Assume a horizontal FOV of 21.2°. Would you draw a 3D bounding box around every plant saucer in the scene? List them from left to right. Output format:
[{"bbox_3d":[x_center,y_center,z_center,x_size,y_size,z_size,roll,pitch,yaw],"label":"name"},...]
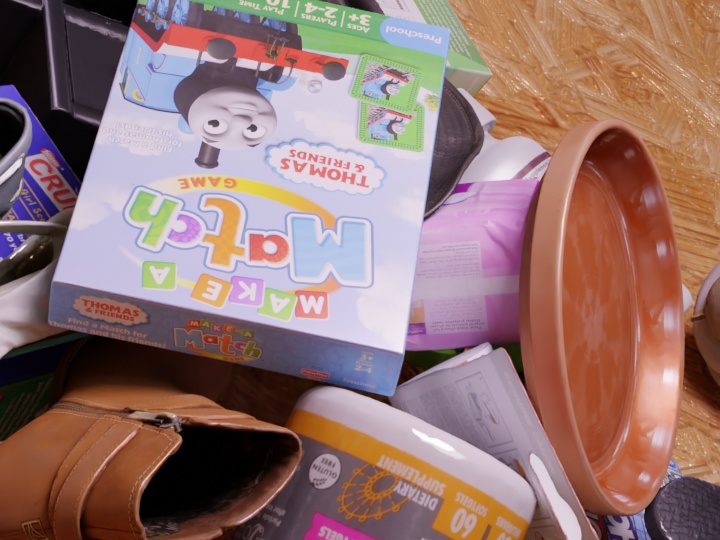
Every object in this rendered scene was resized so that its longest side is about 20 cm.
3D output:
[{"bbox_3d":[0.123,0.024,0.982,0.200,0.032,0.201,11,77,-62],"label":"plant saucer"}]

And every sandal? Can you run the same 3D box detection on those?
[{"bbox_3d":[0.202,0.155,1.074,0.200,0.045,0.075,8,49,-61],"label":"sandal"}]

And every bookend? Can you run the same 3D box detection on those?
[{"bbox_3d":[-0.190,-0.125,1.068,0.199,0.092,0.199,18,40,-29],"label":"bookend"}]

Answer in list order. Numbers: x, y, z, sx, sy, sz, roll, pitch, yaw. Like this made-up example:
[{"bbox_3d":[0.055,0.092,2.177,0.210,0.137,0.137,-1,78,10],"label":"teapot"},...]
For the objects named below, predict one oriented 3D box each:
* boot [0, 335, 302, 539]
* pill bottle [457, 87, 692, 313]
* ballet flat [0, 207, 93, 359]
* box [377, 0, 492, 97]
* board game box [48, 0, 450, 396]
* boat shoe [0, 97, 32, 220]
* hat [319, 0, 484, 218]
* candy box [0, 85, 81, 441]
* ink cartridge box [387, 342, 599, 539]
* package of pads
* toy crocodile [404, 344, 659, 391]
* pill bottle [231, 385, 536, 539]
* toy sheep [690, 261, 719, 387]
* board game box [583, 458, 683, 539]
[{"bbox_3d":[-0.083,0.066,0.820,0.200,0.155,0.077,-26,103,-47],"label":"boot"},{"bbox_3d":[0.103,-0.013,1.210,0.200,0.110,0.110,45,34,7],"label":"pill bottle"},{"bbox_3d":[-0.172,0.017,0.807,0.069,0.069,0.200,47,33,10],"label":"ballet flat"},{"bbox_3d":[-0.013,-0.190,1.369,0.199,0.036,0.145,3,49,-41],"label":"box"},{"bbox_3d":[-0.044,-0.046,0.865,0.151,0.037,0.201,12,51,-3],"label":"board game box"},{"bbox_3d":[-0.220,-0.033,0.825,0.073,0.062,0.200,50,37,14],"label":"boat shoe"},{"bbox_3d":[-0.025,-0.103,0.990,0.199,0.081,0.201,3,34,-2],"label":"hat"},{"bbox_3d":[-0.210,0.006,0.911,0.200,0.077,0.169,-16,63,-49],"label":"candy box"},{"bbox_3d":[0.087,0.109,0.899,0.047,0.200,0.161,-26,87,-16],"label":"ink cartridge box"},{"bbox_3d":[0.000,0.000,1.014,0.199,0.076,0.121,-5,13,9],"label":"package of pads"},{"bbox_3d":[0.086,0.033,1.109,0.199,0.068,0.062,23,23,21],"label":"toy crocodile"},{"bbox_3d":[-0.014,0.160,0.812,0.116,0.116,0.201,28,80,-17],"label":"pill bottle"},{"bbox_3d":[0.304,0.045,1.326,0.200,0.138,0.138,26,33,-45],"label":"toy sheep"},{"bbox_3d":[0.109,0.143,1.082,0.199,0.062,0.201,24,37,-24],"label":"board game box"}]
